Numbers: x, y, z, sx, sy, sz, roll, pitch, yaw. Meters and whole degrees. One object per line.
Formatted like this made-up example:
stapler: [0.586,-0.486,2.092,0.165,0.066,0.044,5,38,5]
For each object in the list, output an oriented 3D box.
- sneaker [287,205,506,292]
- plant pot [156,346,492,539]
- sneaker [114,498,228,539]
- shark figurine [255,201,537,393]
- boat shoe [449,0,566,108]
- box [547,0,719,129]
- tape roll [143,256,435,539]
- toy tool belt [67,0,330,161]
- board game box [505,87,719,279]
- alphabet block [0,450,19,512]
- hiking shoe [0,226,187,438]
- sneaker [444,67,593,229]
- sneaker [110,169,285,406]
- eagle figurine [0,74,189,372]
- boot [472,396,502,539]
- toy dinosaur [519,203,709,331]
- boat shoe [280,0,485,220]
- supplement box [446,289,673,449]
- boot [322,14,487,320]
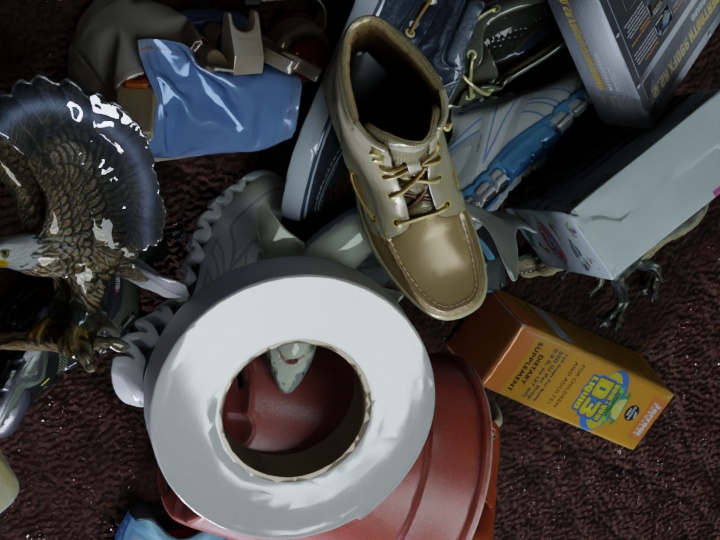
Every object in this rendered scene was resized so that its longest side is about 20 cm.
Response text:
sneaker: [0.023,-0.028,1.546,0.199,0.073,0.082,1,95,-33]
plant pot: [-0.036,0.137,1.532,0.194,0.201,0.202,17,109,-28]
sneaker: [-0.101,0.211,1.602,0.199,0.078,0.090,0,115,-31]
shark figurine: [0.010,-0.020,1.444,0.214,0.090,0.129,-28,98,3]
boat shoe: [0.086,-0.163,1.493,0.201,0.060,0.072,-34,130,-9]
box: [0.215,-0.230,1.486,0.200,0.048,0.159,-55,136,-25]
tape roll: [-0.048,0.089,1.392,0.202,0.037,0.204,-5,113,-13]
toy tool belt: [-0.093,-0.123,1.371,0.199,0.123,0.125,-9,122,-26]
board game box: [0.203,-0.066,1.534,0.147,0.200,0.064,-37,98,-5]
alphabet block: [-0.368,0.090,1.294,0.196,0.195,0.200,-37,129,-8]
hiking shoe: [-0.199,0.043,1.440,0.100,0.076,0.201,26,102,-35]
sneaker: [0.106,-0.110,1.534,0.200,0.087,0.075,-41,167,-29]
sneaker: [-0.096,0.020,1.453,0.201,0.081,0.075,-61,152,-19]
eagle figurine: [-0.197,-0.039,1.306,0.151,0.151,0.201,-3,102,6]
boot: [0.077,0.167,1.621,0.075,0.200,0.108,11,110,0]
toy dinosaur: [0.221,-0.007,1.682,0.199,0.047,0.089,-20,120,-23]
boat shoe: [0.015,-0.116,1.436,0.090,0.071,0.201,23,102,0]
supplement box: [0.169,0.082,1.690,0.199,0.069,0.067,23,107,-40]
boot: [0.034,-0.064,1.323,0.072,0.155,0.201,-20,88,-5]
